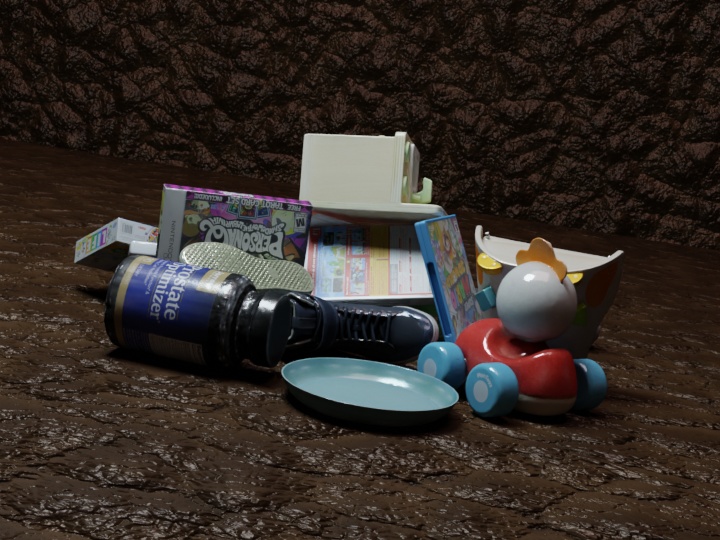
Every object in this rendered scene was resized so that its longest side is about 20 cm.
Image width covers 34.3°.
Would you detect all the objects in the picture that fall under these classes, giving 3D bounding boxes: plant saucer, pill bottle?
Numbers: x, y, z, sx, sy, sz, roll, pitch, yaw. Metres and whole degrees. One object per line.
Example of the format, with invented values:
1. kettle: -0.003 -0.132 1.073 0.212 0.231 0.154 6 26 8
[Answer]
1. plant saucer: 0.009 0.136 1.293 0.198 0.028 0.200 9 9 -1
2. pill bottle: -0.186 0.052 1.358 0.198 0.113 0.112 10 9 13

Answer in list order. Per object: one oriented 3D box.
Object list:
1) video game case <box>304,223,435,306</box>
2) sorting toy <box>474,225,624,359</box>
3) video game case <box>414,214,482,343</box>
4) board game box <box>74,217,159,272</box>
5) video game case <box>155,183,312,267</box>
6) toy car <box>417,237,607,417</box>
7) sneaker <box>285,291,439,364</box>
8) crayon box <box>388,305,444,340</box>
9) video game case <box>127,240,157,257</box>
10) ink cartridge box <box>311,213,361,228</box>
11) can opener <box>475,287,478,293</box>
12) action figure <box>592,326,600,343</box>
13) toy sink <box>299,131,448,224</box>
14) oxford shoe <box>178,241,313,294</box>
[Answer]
1. video game case: 0.021 -0.008 1.600 0.197 0.018 0.144 -1 46 3
2. sorting toy: 0.229 0.056 1.522 0.198 0.182 0.107 11 32 23
3. video game case: 0.125 0.029 1.538 0.018 0.202 0.143 -14 0 21
4. board game box: -0.287 -0.019 1.667 0.199 0.035 0.134 15 -22 -35
5. video game case: -0.172 -0.012 1.546 0.198 0.183 0.036 7 12 -14
6. toy car: 0.192 0.058 1.388 0.183 0.202 0.176 2 11 -36
7. sneaker: -0.016 0.073 1.451 0.200 0.078 0.146 2 -6 29
8. crayon box: 0.078 0.061 1.711 0.198 0.059 0.119 3 10 -29
9. video game case: -0.231 0.006 1.643 0.198 0.024 0.182 6 -19 -13
10. ink cartridge box: -0.066 -0.063 1.736 0.159 0.048 0.199 14 -21 -39
11. can opener: 0.241 0.052 1.929 0.199 0.053 0.066 0 13 -42
12. action figure: 0.277 0.079 1.788 0.191 0.106 0.200 12 -20 -17
13. toy sink: 0.026 -0.130 1.649 0.198 0.113 0.130 4 -4 11
14. oxford shoe: -0.147 0.014 1.475 0.199 0.058 0.076 13 47 -42
